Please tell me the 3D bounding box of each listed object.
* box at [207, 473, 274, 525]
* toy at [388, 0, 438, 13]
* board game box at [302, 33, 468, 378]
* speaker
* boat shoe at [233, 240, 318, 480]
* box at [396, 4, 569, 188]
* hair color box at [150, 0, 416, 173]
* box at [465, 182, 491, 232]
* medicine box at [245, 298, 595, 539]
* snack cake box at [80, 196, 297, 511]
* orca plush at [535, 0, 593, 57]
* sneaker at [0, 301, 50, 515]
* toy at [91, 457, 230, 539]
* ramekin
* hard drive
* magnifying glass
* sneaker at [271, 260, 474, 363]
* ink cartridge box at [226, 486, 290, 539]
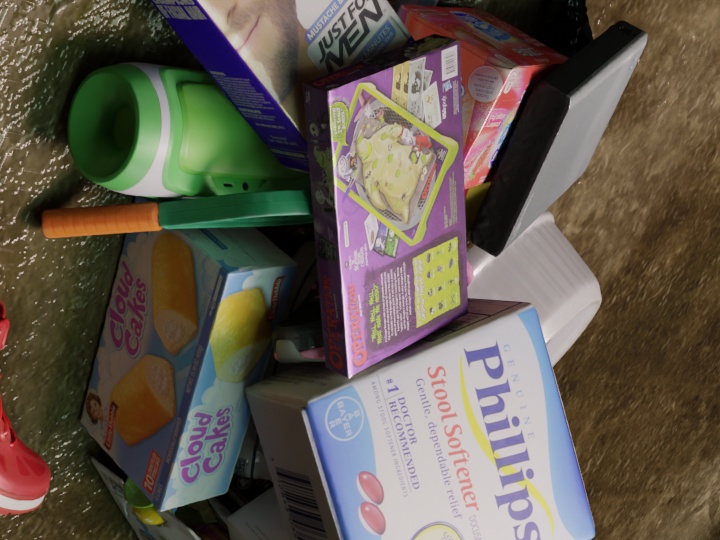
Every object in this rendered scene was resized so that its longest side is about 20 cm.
[{"bbox_3d":[-0.047,0.165,1.348,0.148,0.124,0.201,-39,144,-17],"label":"box"},{"bbox_3d":[0.021,-0.227,1.146,0.199,0.047,0.116,-1,122,-48],"label":"toy"},{"bbox_3d":[0.020,-0.042,1.067,0.120,0.032,0.202,-28,125,-41],"label":"board game box"},{"bbox_3d":[-0.098,-0.090,1.099,0.199,0.088,0.089,1,120,-49],"label":"speaker"},{"bbox_3d":[-0.042,0.069,1.247,0.072,0.065,0.201,89,15,-55],"label":"boat shoe"},{"bbox_3d":[0.078,-0.129,1.202,0.103,0.094,0.200,-64,165,17],"label":"box"},{"bbox_3d":[-0.055,-0.169,1.027,0.110,0.065,0.200,-51,123,-18],"label":"hair color box"},{"bbox_3d":[0.053,-0.067,1.302,0.199,0.075,0.050,-2,121,-47],"label":"box"},{"bbox_3d":[0.044,0.137,1.159,0.199,0.103,0.184,-21,101,-26],"label":"medicine box"},{"bbox_3d":[-0.127,0.054,1.167,0.067,0.115,0.201,-9,127,-44],"label":"snack cake box"},{"bbox_3d":[0.189,-0.165,1.371,0.105,0.071,0.201,-15,131,-41],"label":"orca plush"},{"bbox_3d":[-0.250,0.086,1.090,0.116,0.078,0.200,-50,146,0],"label":"sneaker"},{"bbox_3d":[-0.133,0.215,1.295,0.047,0.115,0.201,-49,146,-19],"label":"toy"},{"bbox_3d":[0.111,0.049,1.330,0.202,0.094,0.203,-44,167,-13],"label":"ramekin"},{"bbox_3d":[0.154,-0.105,1.251,0.200,0.033,0.140,-39,156,-57],"label":"hard drive"},{"bbox_3d":[-0.111,-0.036,1.076,0.080,0.198,0.023,30,59,-85],"label":"magnifying glass"},{"bbox_3d":[0.000,0.000,1.163,0.200,0.078,0.096,-33,113,-46],"label":"sneaker"},{"bbox_3d":[0.000,0.192,1.259,0.199,0.068,0.116,-31,139,-25],"label":"ink cartridge box"}]
